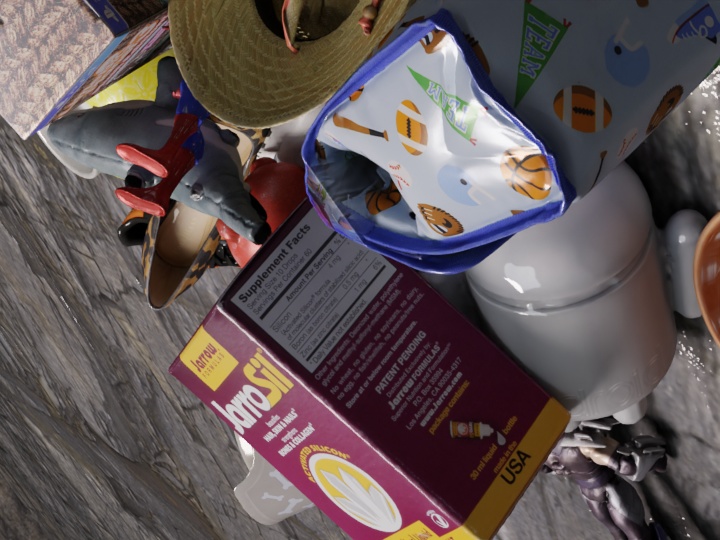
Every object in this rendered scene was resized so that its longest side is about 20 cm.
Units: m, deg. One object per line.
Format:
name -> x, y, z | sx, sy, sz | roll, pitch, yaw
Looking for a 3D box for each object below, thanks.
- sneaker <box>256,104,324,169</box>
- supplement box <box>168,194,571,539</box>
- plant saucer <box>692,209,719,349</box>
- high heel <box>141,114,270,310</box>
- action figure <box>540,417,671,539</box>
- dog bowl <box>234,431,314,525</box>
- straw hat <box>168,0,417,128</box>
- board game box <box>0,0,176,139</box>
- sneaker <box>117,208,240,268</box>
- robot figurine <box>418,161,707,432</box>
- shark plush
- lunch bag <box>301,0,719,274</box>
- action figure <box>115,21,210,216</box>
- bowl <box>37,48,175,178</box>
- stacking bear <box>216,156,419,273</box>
sneaker -> -0.027, -0.082, 0.972 | 0.080, 0.077, 0.200 | 30, 158, 3
supplement box -> 0.002, 0.072, 0.809 | 0.200, 0.103, 0.131 | 42, 152, -1
plant saucer -> 0.265, 0.031, 0.708 | 0.199, 0.032, 0.201 | 36, 154, 20
high heel -> -0.113, -0.057, 0.966 | 0.070, 0.144, 0.200 | 19, 160, -6
action figure -> 0.179, 0.158, 1.003 | 0.201, 0.069, 0.130 | 58, 160, -16
dog bowl -> -0.069, 0.118, 1.206 | 0.058, 0.202, 0.201 | -12, 129, 15
straw hat -> -0.013, -0.165, 0.775 | 0.200, 0.204, 0.084 | 21, -173, 42
board game box -> -0.186, -0.199, 0.854 | 0.160, 0.200, 0.097 | 48, 120, -5
sneaker -> -0.129, -0.021, 1.185 | 0.199, 0.090, 0.070 | 24, 148, 40
robot figurine -> 0.121, 0.006, 0.800 | 0.167, 0.114, 0.201 | -12, 131, 13
shark plush -> -0.120, -0.053, 0.871 | 0.200, 0.082, 0.092 | 46, 135, 35
lunch bag -> 0.073, -0.091, 0.665 | 0.124, 0.170, 0.199 | 54, 153, -8
action figure -> -0.091, -0.126, 0.842 | 0.051, 0.201, 0.066 | 22, 144, 11
bowl -> -0.203, -0.139, 1.104 | 0.199, 0.108, 0.201 | 36, 153, 21
stacking bear -> 0.000, 0.000, 0.920 | 0.198, 0.122, 0.114 | 30, 150, -4
